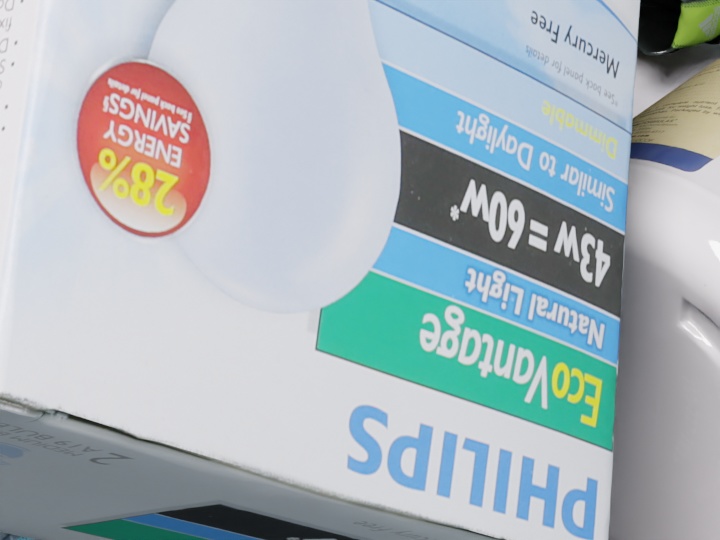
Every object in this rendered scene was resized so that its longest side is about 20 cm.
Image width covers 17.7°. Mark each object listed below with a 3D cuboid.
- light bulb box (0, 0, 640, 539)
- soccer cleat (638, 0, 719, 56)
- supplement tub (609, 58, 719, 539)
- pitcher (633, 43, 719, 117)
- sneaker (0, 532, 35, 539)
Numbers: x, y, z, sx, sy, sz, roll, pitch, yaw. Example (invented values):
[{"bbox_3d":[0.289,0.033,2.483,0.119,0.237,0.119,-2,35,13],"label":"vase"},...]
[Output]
[{"bbox_3d":[-0.039,-0.036,0.570,0.198,0.125,0.201,20,68,-42],"label":"light bulb box"},{"bbox_3d":[0.133,-0.106,0.816,0.081,0.199,0.068,-90,-173,-47],"label":"soccer cleat"},{"bbox_3d":[0.150,-0.005,0.716,0.200,0.144,0.145,-34,125,-33],"label":"supplement tub"},{"bbox_3d":[0.146,0.010,0.852,0.121,0.171,0.201,101,-6,-65],"label":"pitcher"},{"bbox_3d":[-0.125,0.059,0.612,0.200,0.079,0.096,-28,87,-43],"label":"sneaker"}]
